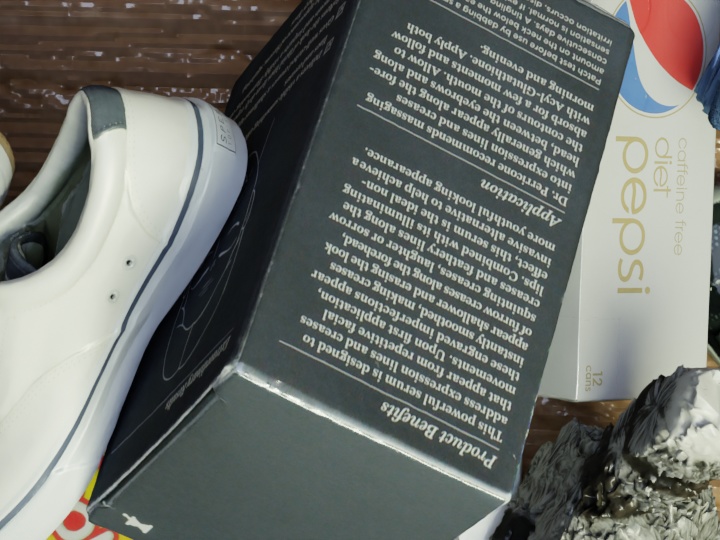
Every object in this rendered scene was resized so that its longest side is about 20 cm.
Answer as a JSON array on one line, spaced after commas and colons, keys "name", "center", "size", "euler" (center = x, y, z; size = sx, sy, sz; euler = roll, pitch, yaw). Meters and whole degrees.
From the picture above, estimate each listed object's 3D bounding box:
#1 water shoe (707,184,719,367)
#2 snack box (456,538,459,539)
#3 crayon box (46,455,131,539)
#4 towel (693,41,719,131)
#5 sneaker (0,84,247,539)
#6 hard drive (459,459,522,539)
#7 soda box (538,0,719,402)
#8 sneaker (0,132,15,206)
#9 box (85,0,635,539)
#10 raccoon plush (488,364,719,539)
[{"name": "water shoe", "center": [0.196, 0.048, 1.099], "size": [0.071, 0.079, 0.200], "euler": [-38, 93, 2]}, {"name": "snack box", "center": [-0.052, 0.147, 1.082], "size": [0.199, 0.072, 0.024], "euler": [-32, 91, 2]}, {"name": "crayon box", "center": [-0.083, 0.060, 1.093], "size": [0.200, 0.051, 0.127], "euler": [-38, 85, 10]}, {"name": "towel", "center": [0.215, -0.118, 1.038], "size": [0.111, 0.049, 0.201], "euler": [29, 93, 0]}, {"name": "sneaker", "center": [-0.117, 0.018, 0.998], "size": [0.070, 0.073, 0.201], "euler": [19, 108, -31]}, {"name": "hard drive", "center": [-0.001, 0.083, 1.128], "size": [0.131, 0.027, 0.202], "euler": [2, 93, 0]}, {"name": "soda box", "center": [0.094, -0.052, 1.089], "size": [0.068, 0.063, 0.202], "euler": [0, 93, -34]}, {"name": "sneaker", "center": [-0.180, 0.010, 1.019], "size": [0.070, 0.200, 0.109], "euler": [21, 68, -7]}, {"name": "box", "center": [0.000, 0.000, 0.996], "size": [0.107, 0.148, 0.201], "euler": [26, 59, -13]}, {"name": "raccoon plush", "center": [0.131, 0.121, 1.054], "size": [0.133, 0.200, 0.097], "euler": [28, 68, -10]}]
